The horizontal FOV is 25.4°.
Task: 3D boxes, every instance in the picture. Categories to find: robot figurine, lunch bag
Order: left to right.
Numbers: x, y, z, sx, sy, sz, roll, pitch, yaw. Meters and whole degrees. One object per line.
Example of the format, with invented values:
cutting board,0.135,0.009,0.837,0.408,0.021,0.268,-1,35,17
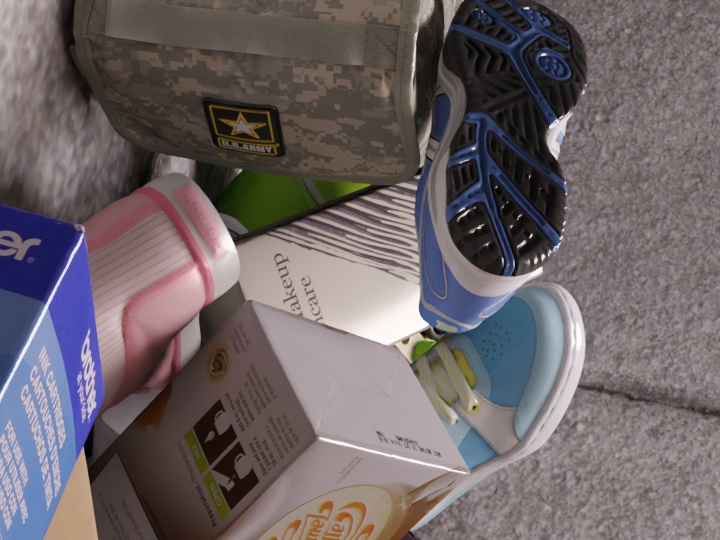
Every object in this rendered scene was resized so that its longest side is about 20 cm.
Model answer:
lunch bag,-0.039,-0.109,0.791,0.200,0.162,0.119,-38,136,-77
robot figurine,-0.019,-0.041,1.035,0.200,0.175,0.116,-40,-160,41

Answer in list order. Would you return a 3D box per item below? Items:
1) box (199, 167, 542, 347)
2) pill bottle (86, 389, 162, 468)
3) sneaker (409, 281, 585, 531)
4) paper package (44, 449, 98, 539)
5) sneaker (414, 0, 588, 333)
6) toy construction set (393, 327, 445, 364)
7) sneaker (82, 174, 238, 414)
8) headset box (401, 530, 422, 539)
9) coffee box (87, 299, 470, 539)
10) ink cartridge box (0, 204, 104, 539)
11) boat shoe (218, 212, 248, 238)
box,0.000,0.000,0.837,0.199,0.068,0.083,-25,98,-38
pill bottle,-0.110,0.166,0.873,0.112,0.111,0.202,-59,159,-67
sneaker,0.022,0.078,0.847,0.200,0.130,0.080,-50,-127,31
paper package,-0.162,0.126,0.495,0.201,0.102,0.192,93,13,-49
sneaker,0.058,-0.058,0.753,0.077,0.075,0.201,119,-8,-47
toy construction set,-0.007,0.050,0.948,0.201,0.091,0.132,65,41,-53
sneaker,-0.124,0.027,0.714,0.104,0.076,0.200,-36,177,-23
headset box,0.014,0.244,0.921,0.200,0.077,0.149,-49,154,-7
coffee box,-0.064,0.117,0.717,0.200,0.080,0.114,-45,143,19
ink cartridge box,-0.145,0.045,0.368,0.077,0.135,0.201,97,8,-50
boat shoe,-0.095,0.070,0.938,0.067,0.073,0.202,-111,-151,-69
